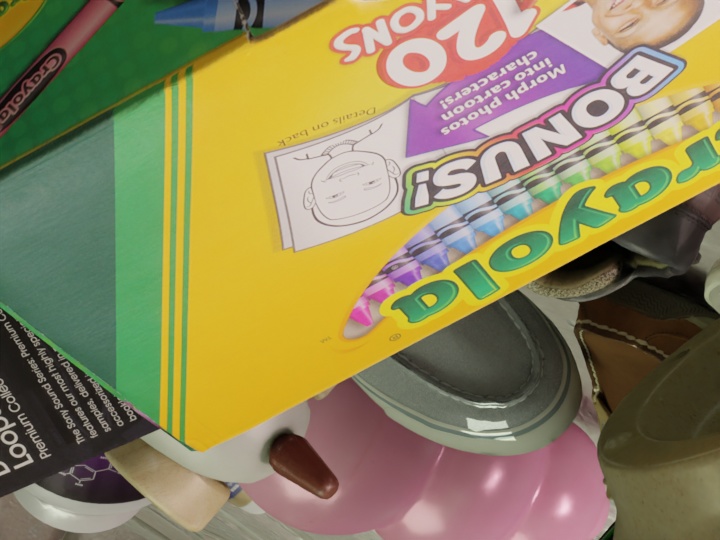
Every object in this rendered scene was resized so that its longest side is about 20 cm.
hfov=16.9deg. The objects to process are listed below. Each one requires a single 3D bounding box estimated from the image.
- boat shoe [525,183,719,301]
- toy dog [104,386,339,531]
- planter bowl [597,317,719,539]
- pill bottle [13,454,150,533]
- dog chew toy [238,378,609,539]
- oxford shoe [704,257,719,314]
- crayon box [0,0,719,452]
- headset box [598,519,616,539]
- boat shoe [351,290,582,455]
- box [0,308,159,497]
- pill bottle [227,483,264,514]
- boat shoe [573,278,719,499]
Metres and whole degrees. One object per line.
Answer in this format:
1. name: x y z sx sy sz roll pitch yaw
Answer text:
1. boat shoe: 0.066 -0.023 0.765 0.072 0.065 0.200 31 169 -12
2. toy dog: -0.072 0.030 0.862 0.200 0.132 0.096 18 -171 -41
3. planter bowl: 0.140 0.068 0.582 0.135 0.200 0.200 59 162 -9
4. pill bottle: -0.123 0.044 1.194 0.112 0.112 0.200 28 139 6
5. dog chew toy: 0.033 0.085 1.190 0.200 0.125 0.125 24 170 -19
6. oxford shoe: 0.198 0.049 0.788 0.200 0.058 0.075 27 171 21
7. crayon box: 0.019 -0.050 0.471 0.119 0.200 0.058 47 -162 -56
8. headset box: 0.185 0.150 0.921 0.200 0.174 0.093 38 -175 -38
9. boat shoe: 0.000 -0.001 0.953 0.201 0.070 0.072 38 171 28
10. box: -0.080 -0.017 0.765 0.036 0.200 0.143 -102 -14 -60
11. pill bottle: -0.113 0.040 1.335 0.200 0.111 0.111 32 168 -11
12. boat shoe: 0.133 0.067 0.969 0.076 0.074 0.200 20 166 34
